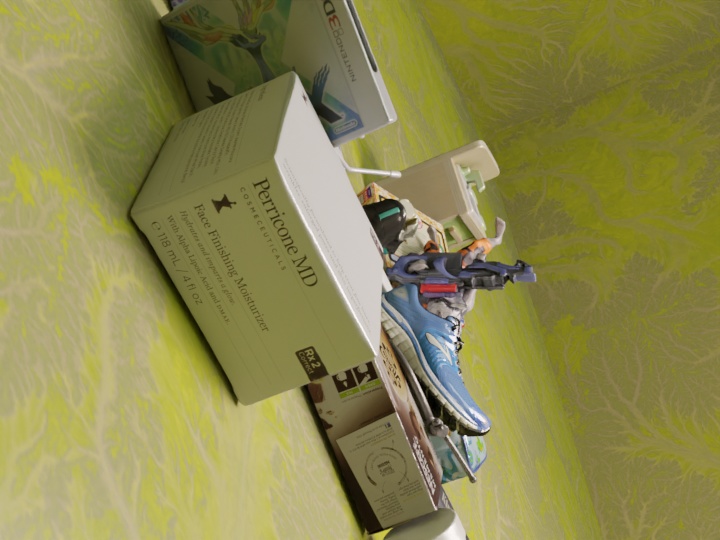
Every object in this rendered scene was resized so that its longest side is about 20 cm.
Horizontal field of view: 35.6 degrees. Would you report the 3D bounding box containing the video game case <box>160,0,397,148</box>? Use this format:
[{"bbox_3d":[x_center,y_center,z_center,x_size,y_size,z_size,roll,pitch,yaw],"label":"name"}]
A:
[{"bbox_3d":[-0.081,-0.191,1.052,0.022,0.199,0.184,-28,97,-57],"label":"video game case"}]

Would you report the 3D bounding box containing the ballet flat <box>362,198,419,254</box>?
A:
[{"bbox_3d":[0.039,-0.057,1.400,0.068,0.068,0.200,63,3,0],"label":"ballet flat"}]

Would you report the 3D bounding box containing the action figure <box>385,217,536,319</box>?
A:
[{"bbox_3d":[0.144,0.011,1.499,0.194,0.198,0.105,-63,151,-44],"label":"action figure"}]

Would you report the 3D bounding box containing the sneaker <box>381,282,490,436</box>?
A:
[{"bbox_3d":[0.091,0.097,1.269,0.201,0.089,0.079,56,-13,11],"label":"sneaker"}]

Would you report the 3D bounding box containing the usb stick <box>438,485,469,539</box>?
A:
[{"bbox_3d":[0.099,0.302,1.399,0.056,0.032,0.201,-86,153,-62],"label":"usb stick"}]

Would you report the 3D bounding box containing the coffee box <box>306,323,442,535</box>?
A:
[{"bbox_3d":[0.012,0.152,1.162,0.113,0.079,0.202,-56,124,-77],"label":"coffee box"}]

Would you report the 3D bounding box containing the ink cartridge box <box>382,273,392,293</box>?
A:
[{"bbox_3d":[0.000,0.000,1.381,0.201,0.050,0.162,61,4,-13],"label":"ink cartridge box"}]

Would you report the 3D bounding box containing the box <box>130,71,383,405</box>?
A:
[{"bbox_3d":[-0.077,-0.032,0.966,0.200,0.130,0.200,-85,152,-62],"label":"box"}]

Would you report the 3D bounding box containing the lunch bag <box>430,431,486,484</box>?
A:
[{"bbox_3d":[0.099,0.177,1.482,0.161,0.082,0.202,-11,81,-76],"label":"lunch bag"}]

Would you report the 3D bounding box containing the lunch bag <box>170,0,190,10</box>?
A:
[{"bbox_3d":[-0.115,-0.365,1.165,0.127,0.198,0.171,23,48,-73],"label":"lunch bag"}]

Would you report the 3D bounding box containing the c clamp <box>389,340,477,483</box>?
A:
[{"bbox_3d":[0.048,0.146,1.279,0.172,0.027,0.200,63,-14,-17],"label":"c clamp"}]

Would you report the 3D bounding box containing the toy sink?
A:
[{"bbox_3d":[0.130,-0.100,1.771,0.130,0.198,0.113,41,30,-65],"label":"toy sink"}]

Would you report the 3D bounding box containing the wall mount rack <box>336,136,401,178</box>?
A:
[{"bbox_3d":[-0.012,-0.208,1.627,0.174,0.074,0.202,44,30,-64],"label":"wall mount rack"}]

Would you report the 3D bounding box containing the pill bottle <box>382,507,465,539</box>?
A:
[{"bbox_3d":[0.095,0.350,1.134,0.113,0.112,0.202,-52,120,-75],"label":"pill bottle"}]

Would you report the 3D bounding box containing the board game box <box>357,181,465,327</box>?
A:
[{"bbox_3d":[0.068,-0.014,1.597,0.151,0.046,0.201,29,36,-33],"label":"board game box"}]
